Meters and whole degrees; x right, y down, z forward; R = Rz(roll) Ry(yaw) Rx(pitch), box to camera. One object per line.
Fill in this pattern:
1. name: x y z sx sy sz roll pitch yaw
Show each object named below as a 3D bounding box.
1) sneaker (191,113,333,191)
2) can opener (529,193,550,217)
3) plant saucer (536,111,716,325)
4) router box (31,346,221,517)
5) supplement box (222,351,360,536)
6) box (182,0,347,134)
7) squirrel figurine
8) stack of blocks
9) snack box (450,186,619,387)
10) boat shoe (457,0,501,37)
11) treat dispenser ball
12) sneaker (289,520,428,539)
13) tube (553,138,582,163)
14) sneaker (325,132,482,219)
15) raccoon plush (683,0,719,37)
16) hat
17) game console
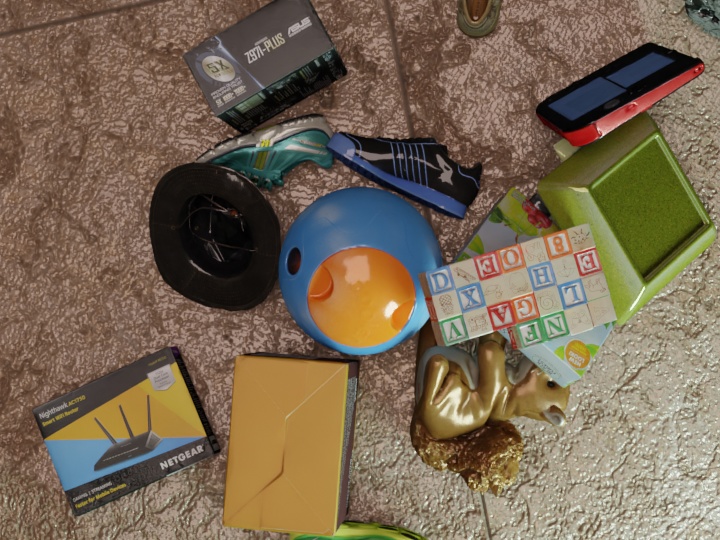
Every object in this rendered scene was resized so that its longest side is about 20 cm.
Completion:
1. sneaker: -0.129 -0.138 1.734 0.198 0.078 0.081 -16 96 4
2. can opener: 0.233 -0.063 1.709 0.067 0.053 0.200 43 93 6
3. plant saucer: 0.334 -0.072 1.638 0.199 0.048 0.201 -37 100 -28
4. router box: -0.298 0.205 1.744 0.198 0.051 0.150 -25 85 4
5. supplement box: -0.079 0.203 1.652 0.131 0.200 0.200 4 88 5
6. box: -0.111 -0.252 1.670 0.163 0.200 0.087 -30 87 4
7. squirrel figurine: 0.160 0.169 1.684 0.184 0.142 0.202 7 103 -5
8. stack of blocks: 0.177 0.030 1.552 0.198 0.059 0.116 -16 89 -7
9. snack box: 0.211 0.020 1.634 0.200 0.053 0.143 40 63 -3
10. boat shoe: 0.158 -0.398 1.720 0.072 0.063 0.203 3 88 6
11. treat dispenser ball: 0.000 0.000 1.652 0.198 0.201 0.204 0 88 5
12. sneaker: 0.008 0.358 1.707 0.198 0.074 0.085 3 86 14
13. tube: 0.306 -0.084 1.677 0.052 0.058 0.201 -22 106 25
14. sneaker: 0.057 -0.138 1.718 0.198 0.070 0.079 26 85 -6
15. raccoon plush: 0.491 -0.347 1.696 0.199 0.097 0.135 36 80 -18
16. hat: -0.172 -0.054 1.717 0.198 0.081 0.203 8 118 16
17. game console: 0.304 -0.216 1.639 0.176 0.200 0.031 -33 107 4
